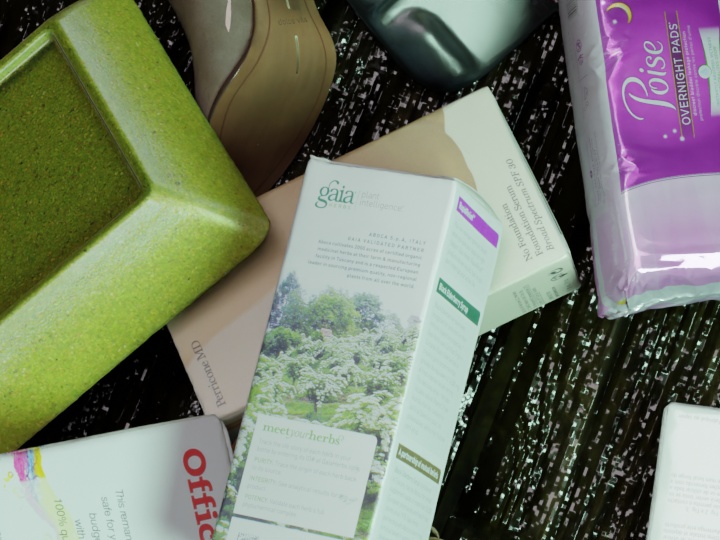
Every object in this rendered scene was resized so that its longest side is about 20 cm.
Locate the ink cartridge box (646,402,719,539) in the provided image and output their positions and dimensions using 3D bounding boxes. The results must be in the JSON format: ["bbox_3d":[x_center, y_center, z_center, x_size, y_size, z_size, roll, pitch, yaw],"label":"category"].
[{"bbox_3d":[0.213,0.172,1.226,0.161,0.050,0.201,7,82,12],"label":"ink cartridge box"}]

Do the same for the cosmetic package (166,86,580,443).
[{"bbox_3d":[0.000,0.000,1.290,0.200,0.071,0.105,-27,74,3],"label":"cosmetic package"}]

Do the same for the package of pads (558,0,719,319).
[{"bbox_3d":[0.167,-0.079,1.268,0.120,0.076,0.200,-5,76,-8],"label":"package of pads"}]

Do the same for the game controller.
[{"bbox_3d":[0.085,-0.184,1.321,0.200,0.042,0.104,-41,116,-1],"label":"game controller"}]

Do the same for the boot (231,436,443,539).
[{"bbox_3d":[0.017,0.138,1.240,0.200,0.076,0.074,43,51,12],"label":"boot"}]

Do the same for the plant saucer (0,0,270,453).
[{"bbox_3d":[-0.170,-0.032,1.294,0.200,0.048,0.200,-40,53,9],"label":"plant saucer"}]

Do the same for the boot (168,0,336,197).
[{"bbox_3d":[-0.076,-0.146,1.339,0.146,0.070,0.200,41,116,37],"label":"boot"}]

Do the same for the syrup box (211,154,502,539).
[{"bbox_3d":[0.000,0.054,1.191,0.079,0.081,0.200,9,77,23],"label":"syrup box"}]

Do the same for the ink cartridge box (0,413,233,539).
[{"bbox_3d":[-0.152,0.159,1.211,0.200,0.085,0.145,-10,83,-28],"label":"ink cartridge box"}]
